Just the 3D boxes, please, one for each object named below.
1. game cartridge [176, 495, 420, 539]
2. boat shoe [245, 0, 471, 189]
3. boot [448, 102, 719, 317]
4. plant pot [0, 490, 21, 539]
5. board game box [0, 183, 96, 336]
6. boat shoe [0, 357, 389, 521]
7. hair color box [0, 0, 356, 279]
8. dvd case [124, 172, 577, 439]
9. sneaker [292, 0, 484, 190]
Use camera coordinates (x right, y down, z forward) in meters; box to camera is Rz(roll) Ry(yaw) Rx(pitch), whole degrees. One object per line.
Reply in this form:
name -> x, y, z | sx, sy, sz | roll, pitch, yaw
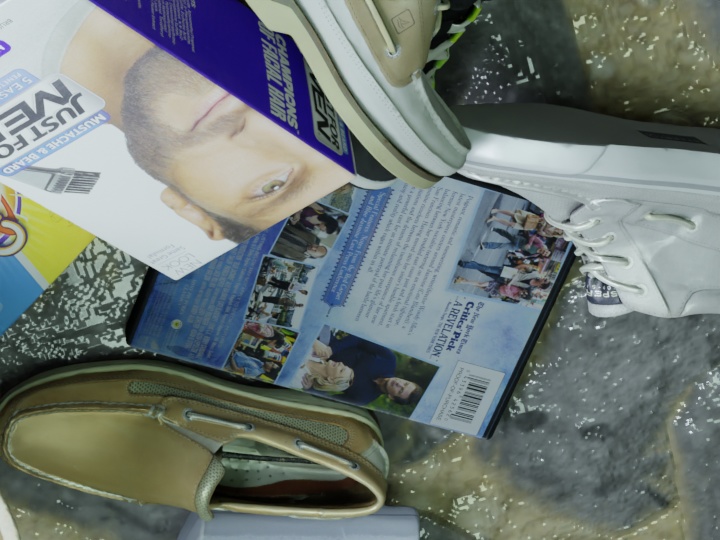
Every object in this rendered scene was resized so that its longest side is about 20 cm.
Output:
game cartridge -> -0.046, 0.204, 1.320 | 0.133, 0.041, 0.200 | 4, 125, -6
boat shoe -> 0.003, -0.108, 1.042 | 0.068, 0.075, 0.200 | -35, 136, 7
boot -> 0.121, -0.022, 1.187 | 0.200, 0.074, 0.096 | 6, 108, -23
plant pot -> -0.256, 0.096, 1.097 | 0.200, 0.184, 0.201 | -6, 117, -11
board game box -> -0.188, -0.057, 1.156 | 0.153, 0.040, 0.200 | 37, 108, -25
boat shoe -> -0.083, 0.091, 1.236 | 0.200, 0.076, 0.072 | 2, 119, -10
hair color box -> -0.105, -0.077, 1.048 | 0.109, 0.065, 0.200 | -29, 144, 27
dvd case -> 0.000, 0.000, 1.231 | 0.200, 0.018, 0.143 | 16, 115, -16
sneaker -> 0.021, -0.120, 1.114 | 0.072, 0.083, 0.200 | -31, 132, -43
